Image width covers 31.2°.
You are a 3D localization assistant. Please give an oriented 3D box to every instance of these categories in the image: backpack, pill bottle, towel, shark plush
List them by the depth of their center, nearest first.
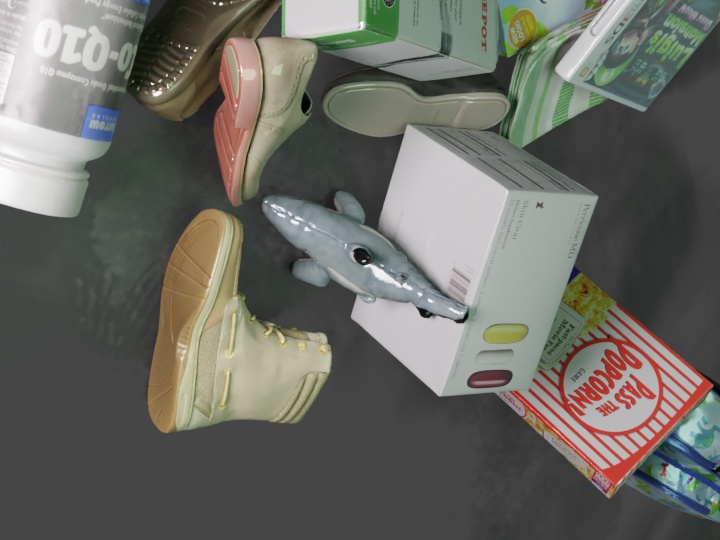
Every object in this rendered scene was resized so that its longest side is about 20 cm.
[{"bbox_3d":[-0.227,-0.148,0.946,0.114,0.114,0.200,11,99,-38],"label":"pill bottle"},{"bbox_3d":[0.000,0.000,1.126,0.091,0.200,0.083,-46,159,-1],"label":"shark plush"},{"bbox_3d":[0.220,-0.199,1.266,0.200,0.023,0.153,-31,152,-25],"label":"towel"},{"bbox_3d":[0.341,0.178,1.425,0.200,0.183,0.147,38,82,-33],"label":"backpack"}]

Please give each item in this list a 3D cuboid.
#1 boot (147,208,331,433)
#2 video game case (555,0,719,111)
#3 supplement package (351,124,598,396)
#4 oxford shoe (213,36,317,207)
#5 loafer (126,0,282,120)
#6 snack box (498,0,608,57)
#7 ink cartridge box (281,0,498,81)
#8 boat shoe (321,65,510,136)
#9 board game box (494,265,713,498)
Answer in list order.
[{"bbox_3d":[-0.095,0.046,1.134,0.155,0.073,0.200,3,105,-36],"label":"boot"},{"bbox_3d":[0.291,-0.243,1.248,0.182,0.023,0.200,-52,153,20],"label":"video game case"},{"bbox_3d":[0.099,-0.010,1.181,0.111,0.156,0.200,-1,117,-36],"label":"supplement package"},{"bbox_3d":[-0.075,-0.114,1.036,0.074,0.200,0.071,-10,67,-16],"label":"oxford shoe"},{"bbox_3d":[-0.118,-0.200,1.038,0.200,0.076,0.067,-50,162,-20],"label":"loafer"},{"bbox_3d":[0.159,-0.321,1.192,0.168,0.068,0.200,-29,120,-28],"label":"snack box"},{"bbox_3d":[0.029,-0.242,1.048,0.200,0.083,0.147,6,84,-54],"label":"ink cartridge box"},{"bbox_3d":[0.045,-0.164,1.183,0.200,0.057,0.067,-1,142,-32],"label":"boat shoe"},{"bbox_3d":[0.232,0.108,1.318,0.151,0.200,0.046,-42,160,-17],"label":"board game box"}]
